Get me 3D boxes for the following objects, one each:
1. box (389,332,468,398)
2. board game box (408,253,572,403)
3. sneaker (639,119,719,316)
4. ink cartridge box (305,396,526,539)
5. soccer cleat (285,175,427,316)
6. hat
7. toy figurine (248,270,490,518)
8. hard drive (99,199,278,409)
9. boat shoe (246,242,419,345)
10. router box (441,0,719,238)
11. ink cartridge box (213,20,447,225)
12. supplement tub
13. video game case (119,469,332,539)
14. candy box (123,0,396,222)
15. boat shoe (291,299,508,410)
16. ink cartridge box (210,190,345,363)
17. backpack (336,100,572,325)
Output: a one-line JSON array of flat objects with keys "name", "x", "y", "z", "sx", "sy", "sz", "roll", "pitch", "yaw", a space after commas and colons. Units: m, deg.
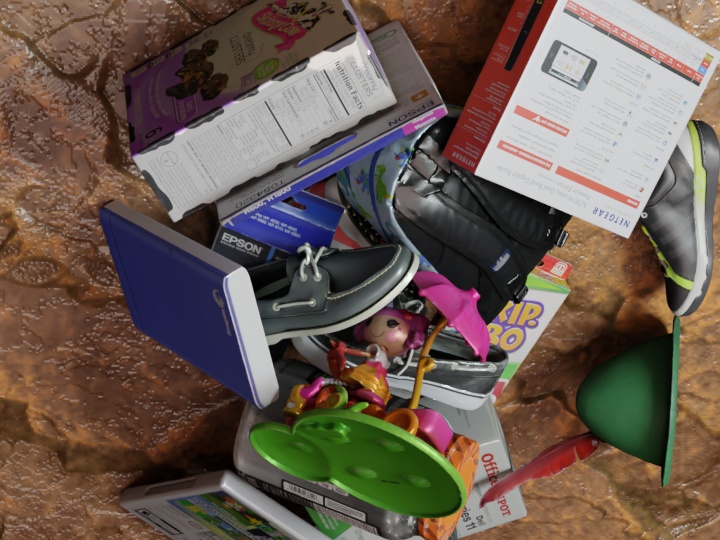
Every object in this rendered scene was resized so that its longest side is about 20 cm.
[{"name": "box", "x": 0.019, "y": 0.104, "z": 1.356, "sx": 0.199, "sy": 0.039, "sz": 0.042, "roll": -15, "pitch": 111, "yaw": 7}, {"name": "board game box", "x": 0.122, "y": 0.063, "z": 1.382, "sx": 0.095, "sy": 0.030, "sz": 0.200, "roll": 22, "pitch": 110, "yaw": -22}, {"name": "sneaker", "x": 0.286, "y": -0.052, "z": 1.331, "sx": 0.083, "sy": 0.072, "sz": 0.201, "roll": -2, "pitch": 112, "yaw": -1}, {"name": "ink cartridge box", "x": 0.051, "y": 0.205, "z": 1.389, "sx": 0.200, "sy": 0.083, "sz": 0.147, "roll": -20, "pitch": 136, "yaw": 4}, {"name": "soccer cleat", "x": 0.000, "y": 0.000, "z": 1.306, "sx": 0.073, "sy": 0.068, "sz": 0.200, "roll": -18, "pitch": 124, "yaw": 22}, {"name": "hat", "x": 0.218, "y": 0.125, "z": 1.377, "sx": 0.176, "sy": 0.200, "sz": 0.166, "roll": 4, "pitch": 105, "yaw": 12}, {"name": "toy figurine", "x": 0.027, "y": 0.086, "z": 1.175, "sx": 0.200, "sy": 0.184, "sz": 0.150, "roll": 2, "pitch": 142, "yaw": 36}, {"name": "hard drive", "x": -0.150, "y": 0.026, "z": 1.212, "sx": 0.025, "sy": 0.200, "sz": 0.132, "roll": -31, "pitch": 125, "yaw": -28}, {"name": "boat shoe", "x": -0.046, "y": 0.012, "z": 1.190, "sx": 0.200, "sy": 0.073, "sz": 0.062, "roll": -19, "pitch": 123, "yaw": 29}, {"name": "router box", "x": 0.186, "y": -0.139, "z": 1.167, "sx": 0.200, "sy": 0.049, "sz": 0.180, "roll": 19, "pitch": 101, "yaw": -39}, {"name": "ink cartridge box", "x": -0.031, "y": -0.113, "z": 1.150, "sx": 0.196, "sy": 0.200, "sz": 0.043, "roll": -27, "pitch": 121, "yaw": 5}, {"name": "supplement tub", "x": -0.002, "y": 0.164, "z": 1.263, "sx": 0.200, "sy": 0.123, "sz": 0.123, "roll": 18, "pitch": 119, "yaw": 17}, {"name": "video game case", "x": -0.112, "y": 0.261, "z": 1.386, "sx": 0.200, "sy": 0.022, "sz": 0.182, "roll": 39, "pitch": 145, "yaw": -26}, {"name": "candy box", "x": -0.086, "y": -0.148, "z": 1.137, "sx": 0.200, "sy": 0.168, "sz": 0.072, "roll": -28, "pitch": 121, "yaw": 5}, {"name": "boat shoe", "x": 0.039, "y": 0.068, "z": 1.263, "sx": 0.199, "sy": 0.074, "sz": 0.068, "roll": 20, "pitch": 125, "yaw": -14}, {"name": "ink cartridge box", "x": -0.093, "y": 0.009, "z": 1.265, "sx": 0.099, "sy": 0.039, "sz": 0.200, "roll": 21, "pitch": 126, "yaw": -5}, {"name": "backpack", "x": 0.075, "y": -0.066, "z": 1.229, "sx": 0.163, "sy": 0.154, "sz": 0.200, "roll": -54, "pitch": 145, "yaw": 3}]
